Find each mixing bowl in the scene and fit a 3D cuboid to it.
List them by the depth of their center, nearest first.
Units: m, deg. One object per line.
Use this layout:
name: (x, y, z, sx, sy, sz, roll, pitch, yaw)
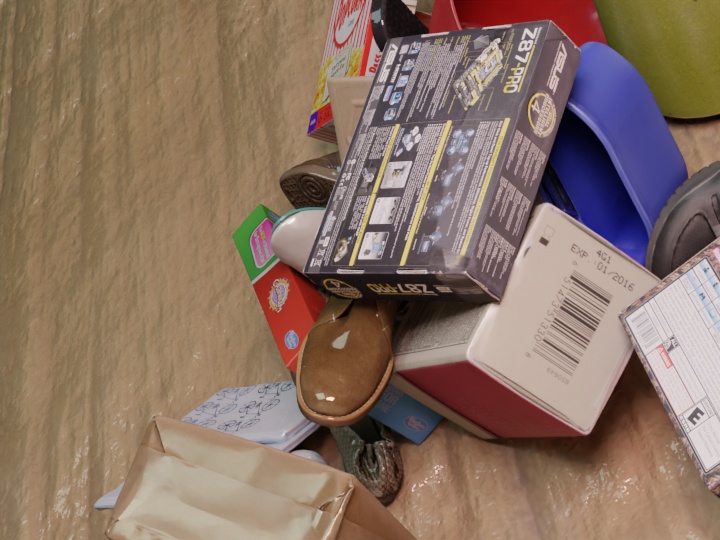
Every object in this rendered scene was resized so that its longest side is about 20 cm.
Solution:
mixing bowl: (0.133, -0.190, 1.422, 0.108, 0.199, 0.202, -41, 29, 51)

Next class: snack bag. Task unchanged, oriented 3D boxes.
snack bag: (-0.120, 0.150, 1.437, 0.188, 0.022, 0.200, -8, 22, 45)

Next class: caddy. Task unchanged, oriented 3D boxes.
caddy: (0.160, -0.077, 1.264, 0.141, 0.201, 0.105, -2, 39, 46)

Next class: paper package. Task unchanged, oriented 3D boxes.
paper package: (-0.058, 0.206, 1.200, 0.189, 0.200, 0.104, 14, 68, 33)

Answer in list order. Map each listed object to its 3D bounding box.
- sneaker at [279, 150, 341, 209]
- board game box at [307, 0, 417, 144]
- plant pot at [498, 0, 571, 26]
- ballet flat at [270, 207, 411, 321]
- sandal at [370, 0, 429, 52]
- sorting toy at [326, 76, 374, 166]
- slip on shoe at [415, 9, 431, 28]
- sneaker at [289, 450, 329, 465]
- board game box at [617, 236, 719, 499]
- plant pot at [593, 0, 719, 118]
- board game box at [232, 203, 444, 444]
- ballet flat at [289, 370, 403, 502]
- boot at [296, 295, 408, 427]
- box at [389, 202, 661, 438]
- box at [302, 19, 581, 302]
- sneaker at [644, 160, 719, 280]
sneaker: (0.010, -0.090, 1.571, 0.199, 0.071, 0.076, 1, 40, 46)
board game box: (0.008, -0.233, 1.595, 0.151, 0.046, 0.202, 160, 122, -70)
plant pot: (0.144, -0.308, 1.543, 0.199, 0.135, 0.201, -30, 40, 28)
ballet flat: (0.000, 0.000, 1.359, 0.069, 0.200, 0.070, -8, 74, 27)
sandal: (0.052, -0.176, 1.465, 0.045, 0.200, 0.076, -14, 55, 28)
sorting toy: (0.047, -0.079, 1.436, 0.036, 0.187, 0.199, -19, 16, -32)
slip on shoe: (0.053, -0.216, 1.618, 0.075, 0.061, 0.200, -62, 32, 12)
sneaker: (-0.099, 0.236, 1.366, 0.200, 0.074, 0.082, -45, 29, 8)
board game box: (0.293, 0.044, 1.060, 0.200, 0.097, 0.160, -38, 42, 17)
plant pot: (0.247, -0.255, 1.293, 0.186, 0.200, 0.188, -22, 45, 24)
board game box: (-0.020, 0.043, 1.384, 0.040, 0.153, 0.200, -48, 35, 14)
ballet flat: (-0.011, 0.108, 1.377, 0.201, 0.067, 0.047, -115, 26, -46)
boot: (-0.002, 0.027, 1.230, 0.073, 0.076, 0.201, 13, 47, 10)
box: (0.112, 0.044, 1.212, 0.129, 0.108, 0.200, -61, 12, -14)
box: (0.056, -0.077, 1.172, 0.160, 0.049, 0.202, -2, 62, 46)
sneaker: (0.288, -0.048, 1.187, 0.200, 0.073, 0.082, -46, 35, 8)
